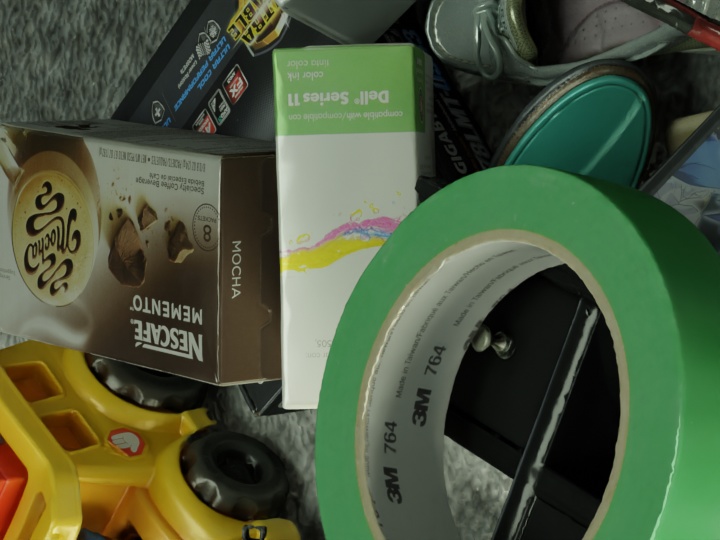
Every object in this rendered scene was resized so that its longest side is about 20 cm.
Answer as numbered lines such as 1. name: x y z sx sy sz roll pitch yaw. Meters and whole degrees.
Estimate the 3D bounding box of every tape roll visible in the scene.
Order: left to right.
1. tape roll: 0.064 0.061 1.061 0.200 0.048 0.202 -13 73 46

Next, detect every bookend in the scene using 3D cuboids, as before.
1. bookend: 0.084 0.089 1.140 0.200 0.092 0.200 31 105 46

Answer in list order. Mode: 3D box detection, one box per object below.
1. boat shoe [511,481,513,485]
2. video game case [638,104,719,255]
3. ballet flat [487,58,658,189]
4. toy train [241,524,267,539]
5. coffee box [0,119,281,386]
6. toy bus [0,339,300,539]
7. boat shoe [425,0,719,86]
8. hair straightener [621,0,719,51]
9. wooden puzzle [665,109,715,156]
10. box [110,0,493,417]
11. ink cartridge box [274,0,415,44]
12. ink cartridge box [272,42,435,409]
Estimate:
1. boat shoe: 0.121 0.171 1.215 0.067 0.073 0.200 79 169 -55
2. video game case: 0.191 0.012 1.123 0.181 0.025 0.201 -48 52 33
3. ballet flat: 0.083 -0.025 1.268 0.073 0.073 0.201 45 130 35
4. toy train: -0.052 0.222 1.312 0.034 0.046 0.201 1 100 10
5. coffee box: -0.100 -0.013 1.390 0.200 0.080 0.114 11 102 49
6. toy bus: -0.157 0.126 1.457 0.200 0.191 0.136 49 126 31
7. boat shoe: 0.098 -0.121 1.239 0.201 0.065 0.075 4 97 47
8. hair straightener: 0.148 -0.131 1.125 0.200 0.041 0.077 30 98 37
9. wooden puzzle: 0.200 0.022 1.152 0.185 0.037 0.201 -11 82 48
10. box: -0.033 -0.061 1.406 0.200 0.050 0.199 -49 58 40
11. ink cartridge box: -0.019 -0.229 1.312 0.145 0.087 0.200 -45 61 14
12. ink cartridge box: 0.000 0.000 1.249 0.067 0.117 0.201 -2 91 5
